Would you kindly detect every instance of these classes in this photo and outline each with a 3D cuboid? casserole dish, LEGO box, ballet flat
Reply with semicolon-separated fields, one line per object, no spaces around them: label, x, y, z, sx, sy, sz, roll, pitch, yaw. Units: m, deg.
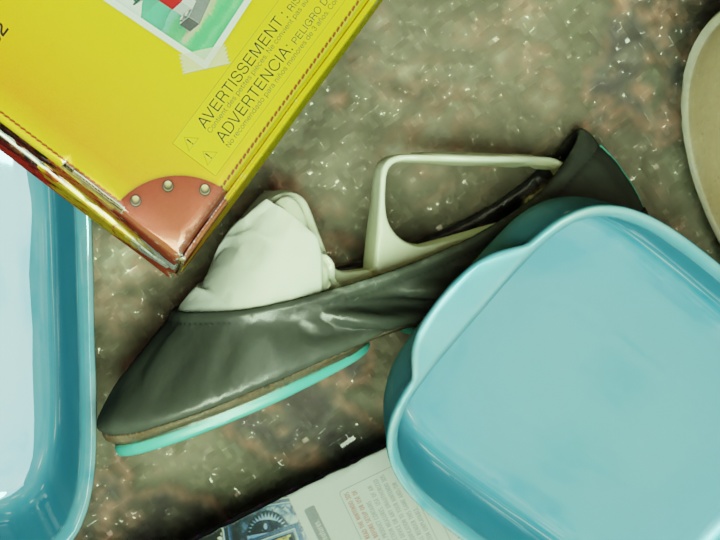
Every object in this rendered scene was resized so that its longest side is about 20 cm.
casserole dish;0.087;0.050;0.782;0.200;0.039;0.121;36;99;-32
casserole dish;-0.149;0.014;0.780;0.120;0.039;0.202;-3;107;-9
LEGO box;-0.055;-0.122;0.703;0.149;0.077;0.200;37;84;-2
ballet flat;0.000;0.000;0.790;0.199;0.068;0.069;-18;97;-14

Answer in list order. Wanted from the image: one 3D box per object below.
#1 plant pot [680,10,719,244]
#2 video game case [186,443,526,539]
plant pot;0.220;-0.040;0.751;0.134;0.200;0.201;-38;108;-21
video game case;-0.002;0.174;0.790;0.180;0.036;0.201;-25;81;-13
